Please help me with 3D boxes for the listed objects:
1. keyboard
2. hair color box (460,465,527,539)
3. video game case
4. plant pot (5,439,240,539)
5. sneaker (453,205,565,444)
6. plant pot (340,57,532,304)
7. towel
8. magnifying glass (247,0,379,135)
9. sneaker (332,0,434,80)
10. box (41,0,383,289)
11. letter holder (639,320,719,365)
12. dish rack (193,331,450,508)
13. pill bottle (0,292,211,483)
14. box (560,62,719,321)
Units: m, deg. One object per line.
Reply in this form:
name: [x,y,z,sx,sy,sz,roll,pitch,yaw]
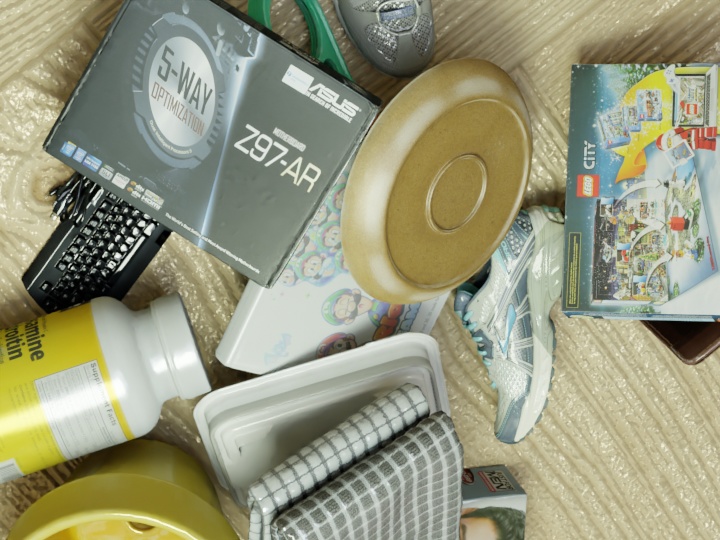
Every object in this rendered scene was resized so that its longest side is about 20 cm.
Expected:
keyboard: [-0.187,-0.046,1.650,0.104,0.040,0.200,33,97,-24]
hair color box: [0.036,0.229,1.802,0.199,0.061,0.100,-4,110,-15]
video game case: [0.000,0.000,1.667,0.181,0.024,0.201,15,106,-41]
plant pot: [-0.177,0.228,1.657,0.199,0.189,0.202,0,113,0]
sneaker: [0.116,0.043,1.760,0.086,0.078,0.201,4,102,-5]
plant pot: [0.067,-0.062,1.629,0.199,0.027,0.201,-26,129,-36]
towel: [-0.001,0.197,1.640,0.165,0.086,0.201,-34,149,-22]
magnifying glass: [-0.021,-0.147,1.651,0.022,0.080,0.200,-13,133,33]
sneaker: [0.014,-0.234,1.615,0.074,0.082,0.201,-20,114,-8]
box: [-0.107,-0.106,1.566,0.199,0.044,0.161,32,102,-2]
letter holder: [0.290,-0.039,1.732,0.200,0.142,0.101,-43,115,3]
dish rack: [-0.024,0.130,1.705,0.199,0.044,0.172,-16,147,-2]
pill bottle: [-0.220,0.086,1.640,0.199,0.112,0.113,-19,114,-3]
box: [0.231,-0.062,1.685,0.136,0.038,0.201,1,81,16]
